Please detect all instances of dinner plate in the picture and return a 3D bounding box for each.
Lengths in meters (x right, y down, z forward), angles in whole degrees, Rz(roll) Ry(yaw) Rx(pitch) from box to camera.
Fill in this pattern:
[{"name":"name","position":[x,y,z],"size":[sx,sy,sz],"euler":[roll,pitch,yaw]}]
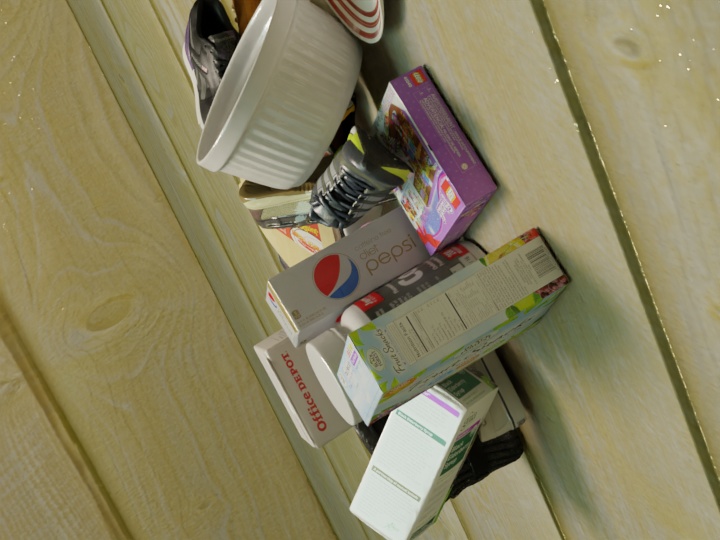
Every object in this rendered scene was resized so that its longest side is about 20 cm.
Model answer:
[{"name":"dinner plate","position":[-0.025,-0.306,1.371],"size":[0.201,0.024,0.200],"euler":[56,167,21]}]

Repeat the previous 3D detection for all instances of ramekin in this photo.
[{"name":"ramekin","position":[-0.078,-0.178,1.482],"size":[0.104,0.201,0.200],"euler":[23,176,-15]}]

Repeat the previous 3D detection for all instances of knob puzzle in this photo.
[{"name":"knob puzzle","position":[-0.075,-0.066,1.766],"size":[0.219,0.030,0.220],"euler":[40,152,27]}]

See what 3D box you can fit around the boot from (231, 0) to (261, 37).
[{"name":"boot","position":[-0.103,-0.244,1.725],"size":[0.202,0.070,0.145],"euler":[76,180,-62]}]

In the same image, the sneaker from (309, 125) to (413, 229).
[{"name":"sneaker","position":[-0.005,-0.080,1.420],"size":[0.074,0.081,0.200],"euler":[37,171,-1]}]

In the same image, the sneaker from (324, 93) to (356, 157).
[{"name":"sneaker","position":[-0.041,-0.201,1.612],"size":[0.082,0.078,0.201],"euler":[10,130,40]}]

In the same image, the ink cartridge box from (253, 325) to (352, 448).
[{"name":"ink cartridge box","position":[-0.016,0.112,1.889],"size":[0.147,0.199,0.084],"euler":[62,168,-10]}]

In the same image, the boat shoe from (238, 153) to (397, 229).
[{"name":"boat shoe","position":[-0.033,-0.083,1.607],"size":[0.072,0.199,0.066],"euler":[-75,-29,-42]}]

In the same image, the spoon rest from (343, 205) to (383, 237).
[{"name":"spoon rest","position":[-0.017,-0.110,1.755],"size":[0.200,0.060,0.100],"euler":[-113,4,-50]}]

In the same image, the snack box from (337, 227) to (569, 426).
[{"name":"snack box","position":[0.080,0.055,1.360],"size":[0.068,0.199,0.169],"euler":[57,167,11]}]

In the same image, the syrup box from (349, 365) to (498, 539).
[{"name":"syrup box","position":[0.068,0.195,1.605],"size":[0.081,0.079,0.201],"euler":[33,120,19]}]

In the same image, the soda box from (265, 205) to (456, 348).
[{"name":"soda box","position":[0.000,0.000,1.556],"size":[0.068,0.199,0.064],"euler":[57,166,13]}]

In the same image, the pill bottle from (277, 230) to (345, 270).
[{"name":"pill bottle","position":[-0.062,-0.052,1.920],"size":[0.106,0.106,0.200],"euler":[53,166,29]}]

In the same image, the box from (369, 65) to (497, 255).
[{"name":"box","position":[0.065,-0.102,1.441],"size":[0.137,0.039,0.200],"euler":[59,168,7]}]

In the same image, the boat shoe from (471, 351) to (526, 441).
[{"name":"boat shoe","position":[0.110,0.094,1.635],"size":[0.201,0.065,0.072],"euler":[62,174,1]}]

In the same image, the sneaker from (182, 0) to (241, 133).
[{"name":"sneaker","position":[-0.153,-0.215,1.628],"size":[0.088,0.075,0.201],"euler":[100,148,-56]}]

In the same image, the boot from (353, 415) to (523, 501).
[{"name":"boot","position":[0.079,0.173,1.733],"size":[0.212,0.157,0.079],"euler":[55,172,-5]}]

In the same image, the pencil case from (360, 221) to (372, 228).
[{"name":"pencil case","position":[0.017,0.052,1.617],"size":[0.088,0.087,0.201],"euler":[92,-172,-69]}]

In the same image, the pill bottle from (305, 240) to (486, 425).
[{"name":"pill bottle","position":[0.051,0.065,1.500],"size":[0.114,0.199,0.114],"euler":[55,167,20]}]
